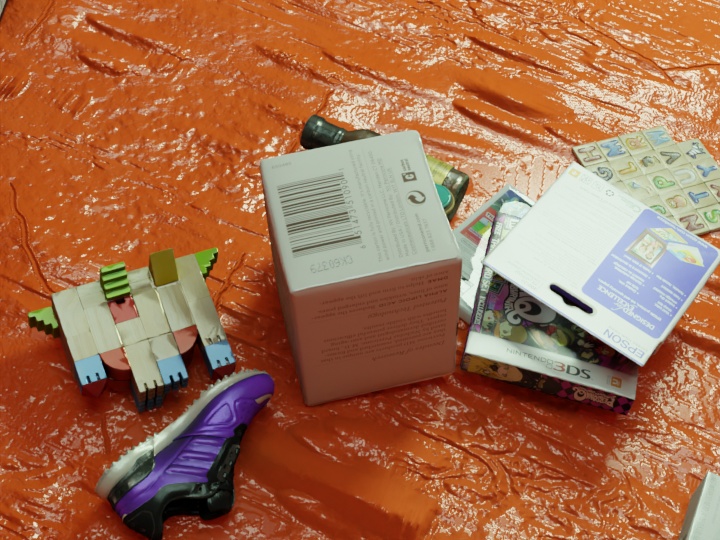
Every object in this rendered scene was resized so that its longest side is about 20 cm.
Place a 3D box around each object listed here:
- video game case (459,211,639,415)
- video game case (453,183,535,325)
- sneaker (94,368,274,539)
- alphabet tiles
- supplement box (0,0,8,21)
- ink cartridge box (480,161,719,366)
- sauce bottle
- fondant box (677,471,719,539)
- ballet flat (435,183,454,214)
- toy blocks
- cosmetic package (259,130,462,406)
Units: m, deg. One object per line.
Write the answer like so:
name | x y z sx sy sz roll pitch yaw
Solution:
video game case | 0.209 0.041 1.326 0.179 0.036 0.202 16 51 3
video game case | 0.184 0.010 1.385 0.199 0.023 0.182 38 57 21
sneaker | -0.143 0.181 1.184 0.199 0.070 0.100 -37 72 -26
alphabet tiles | 0.347 -0.101 1.503 0.197 0.006 0.168 -15 56 -18
supplement box | -0.529 -0.407 1.539 0.194 0.134 0.202 7 51 -3
ink cartridge box | 0.251 -0.003 1.315 0.197 0.044 0.200 34 52 17
sauce bottle | 0.025 -0.121 1.439 0.198 0.065 0.065 25 53 14
fondant box | 0.390 0.296 1.169 0.198 0.059 0.145 24 53 9
ballet flat | 0.006 -0.051 1.378 0.197 0.063 0.069 -10 51 -9
toy blocks | -0.214 0.072 1.247 0.197 0.100 0.138 -16 67 -20
cosmetic package | 0.000 0.000 1.243 0.162 0.201 0.166 -12 55 -6
